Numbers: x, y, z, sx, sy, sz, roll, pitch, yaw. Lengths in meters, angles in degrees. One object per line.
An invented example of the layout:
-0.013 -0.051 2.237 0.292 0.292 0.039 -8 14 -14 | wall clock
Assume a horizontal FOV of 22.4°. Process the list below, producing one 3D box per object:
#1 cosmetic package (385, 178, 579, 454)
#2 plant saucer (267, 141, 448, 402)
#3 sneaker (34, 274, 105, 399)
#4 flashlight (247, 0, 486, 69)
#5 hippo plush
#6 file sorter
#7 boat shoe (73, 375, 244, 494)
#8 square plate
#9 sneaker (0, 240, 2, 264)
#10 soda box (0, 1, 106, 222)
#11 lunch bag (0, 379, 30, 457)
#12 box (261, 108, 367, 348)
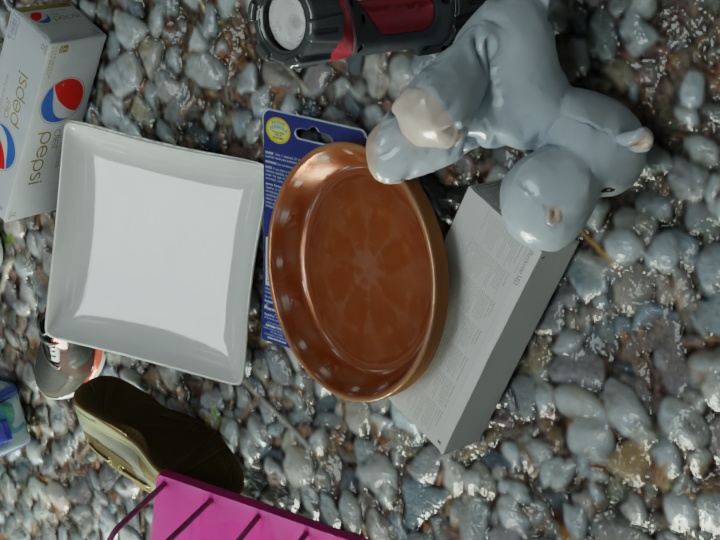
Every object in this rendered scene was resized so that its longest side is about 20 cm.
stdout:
0.087 0.036 1.380 0.083 0.050 0.201 46 129 30 | cosmetic package
0.000 0.000 1.410 0.200 0.032 0.202 12 106 48 | plant saucer
-0.280 0.051 1.717 0.077 0.082 0.200 50 130 22 | sneaker
0.012 -0.185 1.285 0.068 0.199 0.068 -22 86 45 | flashlight
0.116 -0.099 1.274 0.161 0.200 0.159 41 163 0 | hippo plush
-0.114 0.285 1.549 0.199 0.125 0.140 16 115 16 | file sorter
-0.183 0.170 1.673 0.200 0.074 0.067 34 139 31 | boat shoe
-0.177 -0.017 1.592 0.197 0.028 0.202 13 107 16 | square plate
-0.437 -0.082 1.816 0.075 0.104 0.201 -27 82 46 | sneaker
-0.302 -0.147 1.691 0.064 0.068 0.201 42 127 27 | soda box
-0.442 0.173 1.825 0.160 0.199 0.083 -3 107 46 | lunch bag
-0.030 -0.028 1.488 0.121 0.032 0.202 16 114 40 | box
